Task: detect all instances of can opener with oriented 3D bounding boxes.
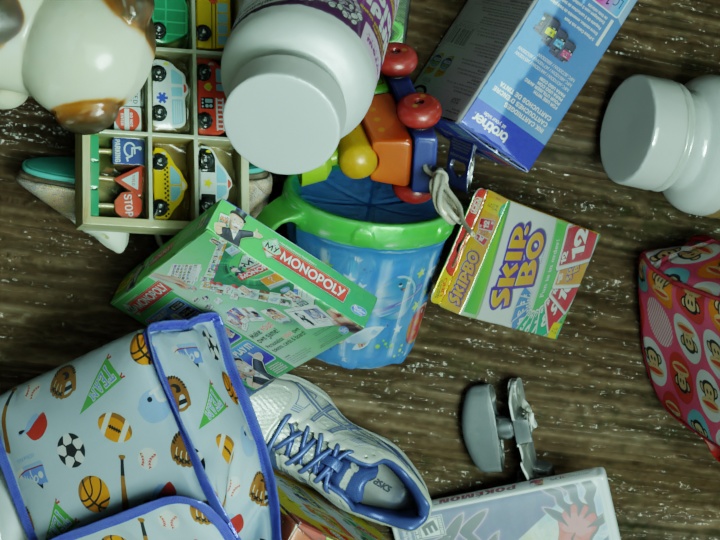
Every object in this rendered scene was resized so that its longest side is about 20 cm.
[{"bbox_3d":[0.129,0.184,1.791,0.066,0.053,0.201,-6,109,13],"label":"can opener"}]

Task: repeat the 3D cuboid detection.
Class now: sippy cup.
[{"bbox_3d":[0.000,0.000,1.647,0.177,0.140,0.131,11,112,6],"label":"sippy cup"}]

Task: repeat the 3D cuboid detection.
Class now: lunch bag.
[{"bbox_3d":[-0.157,0.154,1.538,0.169,0.124,0.201,-23,84,28],"label":"lunch bag"},{"bbox_3d":[0.298,0.077,1.740,0.081,0.200,0.177,-15,111,-16],"label":"lunch bag"}]

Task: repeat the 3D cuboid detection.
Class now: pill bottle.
[{"bbox_3d":[0.302,-0.098,1.744,0.199,0.114,0.115,9,100,-23],"label":"pill bottle"},{"bbox_3d":[-0.038,-0.158,1.529,0.112,0.200,0.113,6,129,7],"label":"pill bottle"}]

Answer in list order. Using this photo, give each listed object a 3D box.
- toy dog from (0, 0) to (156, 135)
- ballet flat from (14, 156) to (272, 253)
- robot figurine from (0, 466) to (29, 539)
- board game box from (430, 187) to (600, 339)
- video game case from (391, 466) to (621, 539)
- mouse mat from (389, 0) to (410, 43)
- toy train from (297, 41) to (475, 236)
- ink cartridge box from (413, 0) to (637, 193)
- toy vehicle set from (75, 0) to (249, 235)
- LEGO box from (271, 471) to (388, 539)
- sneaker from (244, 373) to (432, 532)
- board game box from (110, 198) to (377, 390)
[{"bbox_3d":[-0.234,-0.177,1.456,0.199,0.194,0.140,21,86,-4],"label":"toy dog"},{"bbox_3d":[-0.160,-0.047,1.601,0.199,0.068,0.068,-1,111,-20],"label":"ballet flat"},{"bbox_3d":[-0.319,0.191,1.569,0.199,0.113,0.171,1,97,-22],"label":"robot figurine"},{"bbox_3d":[0.124,-0.003,1.687,0.200,0.030,0.096,16,98,-57],"label":"board game box"},{"bbox_3d":[0.134,0.271,1.780,0.181,0.023,0.201,-12,109,8],"label":"video game case"},{"bbox_3d":[-0.057,-0.167,1.643,0.199,0.008,0.162,1,103,-23],"label":"mouse mat"},{"bbox_3d":[0.003,-0.083,1.580,0.115,0.200,0.085,-7,129,-11],"label":"toy train"},{"bbox_3d":[0.113,-0.157,1.641,0.076,0.136,0.200,35,89,-20],"label":"ink cartridge box"},{"bbox_3d":[-0.145,-0.126,1.561,0.124,0.026,0.201,1,80,-19],"label":"toy vehicle set"},{"bbox_3d":[-0.041,0.221,1.640,0.148,0.200,0.077,29,91,-25],"label":"LEGO box"},{"bbox_3d":[-0.024,0.142,1.689,0.199,0.088,0.076,27,94,-24],"label":"sneaker"},{"bbox_3d":[-0.089,0.022,1.565,0.134,0.200,0.029,33,63,-14],"label":"board game box"}]
